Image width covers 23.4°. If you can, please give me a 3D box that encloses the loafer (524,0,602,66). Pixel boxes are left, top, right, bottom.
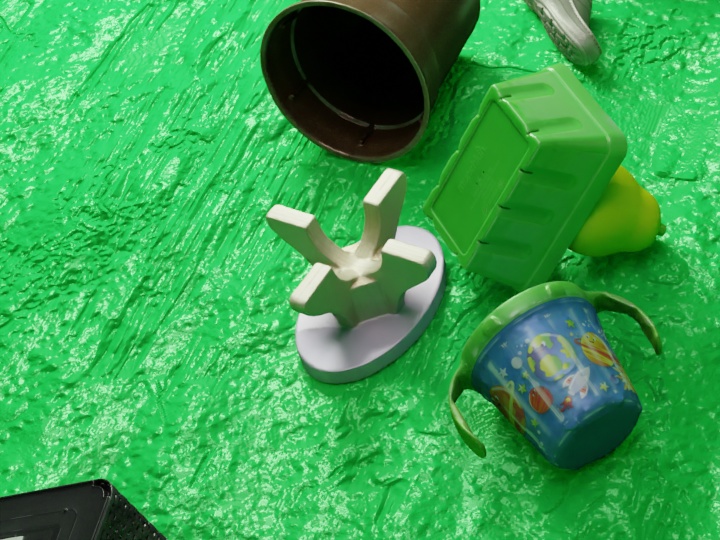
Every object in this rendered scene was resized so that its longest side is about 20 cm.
[{"bbox_3d":[0.230,-0.301,1.946,0.070,0.070,0.200,-26,45,2],"label":"loafer"}]

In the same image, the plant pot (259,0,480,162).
[{"bbox_3d":[0.026,-0.254,1.885,0.200,0.201,0.198,13,43,25],"label":"plant pot"}]

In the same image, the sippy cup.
[{"bbox_3d":[0.178,0.101,1.546,0.178,0.140,0.130,-49,55,21],"label":"sippy cup"}]

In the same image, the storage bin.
[{"bbox_3d":[-0.277,0.268,1.484,0.200,0.094,0.135,-13,42,30],"label":"storage bin"}]

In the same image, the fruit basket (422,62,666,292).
[{"bbox_3d":[0.193,-0.080,1.685,0.215,0.216,0.156,-26,53,-10],"label":"fruit basket"}]

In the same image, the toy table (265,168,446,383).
[{"bbox_3d":[0.000,0.000,1.691,0.184,0.117,0.200,8,51,22],"label":"toy table"}]
